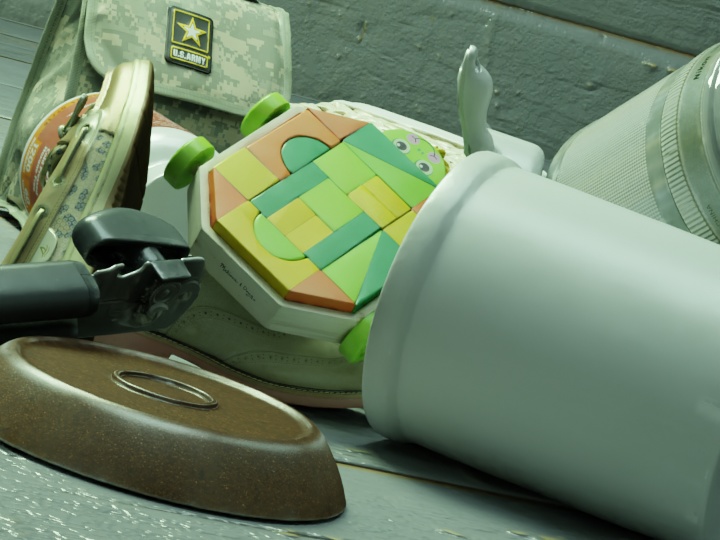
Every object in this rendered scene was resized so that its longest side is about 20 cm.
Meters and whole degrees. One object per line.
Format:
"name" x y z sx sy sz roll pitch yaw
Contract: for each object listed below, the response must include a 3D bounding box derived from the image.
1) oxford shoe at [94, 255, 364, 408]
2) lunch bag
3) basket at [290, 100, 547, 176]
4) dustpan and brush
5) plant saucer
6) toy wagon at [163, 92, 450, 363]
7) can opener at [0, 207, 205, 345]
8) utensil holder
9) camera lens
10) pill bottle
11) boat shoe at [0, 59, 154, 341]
"oxford shoe" -0.062 0.028 1.589 0.199 0.074 0.071 15 7 -12
"lunch bag" -0.146 -0.113 1.966 0.164 0.201 0.118 14 7 -27
"basket" 0.013 -0.039 2.029 0.200 0.136 0.123 21 11 36
"dustpan and brush" 0.077 -0.052 1.664 0.057 0.200 0.140 11 46 4
"plant saucer" -0.098 0.071 1.357 0.200 0.035 0.200 16 7 -2
"toy wagon" -0.011 -0.038 1.609 0.155 0.040 0.200 44 46 11
"can opener" -0.165 0.007 1.430 0.200 0.053 0.067 -4 49 -42
"utensil holder" 0.128 0.045 1.526 0.200 0.170 0.170 20 8 21
"camera lens" 0.213 -0.041 1.632 0.160 0.160 0.200 12 -26 -30
"pill bottle" -0.142 -0.044 1.799 0.112 0.112 0.200 13 8 -24
"boat shoe" -0.156 -0.040 1.537 0.062 0.073 0.200 11 51 5
